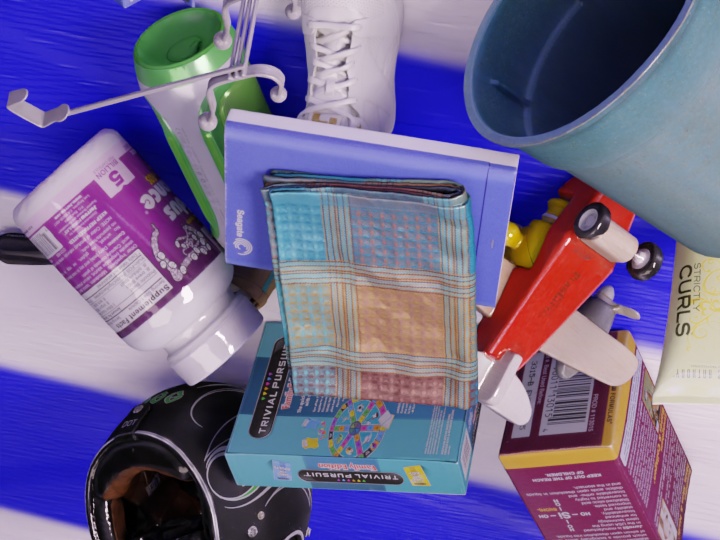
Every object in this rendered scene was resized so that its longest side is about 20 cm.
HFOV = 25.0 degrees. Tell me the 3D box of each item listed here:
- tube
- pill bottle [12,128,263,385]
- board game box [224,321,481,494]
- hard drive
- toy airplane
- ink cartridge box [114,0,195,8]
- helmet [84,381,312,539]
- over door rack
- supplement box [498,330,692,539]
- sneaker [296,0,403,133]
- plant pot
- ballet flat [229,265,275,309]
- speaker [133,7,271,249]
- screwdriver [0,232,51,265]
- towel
[{"bbox_3d":[0.256,0.019,1.182,0.052,0.200,0.058,34,135,-23],"label":"tube"},{"bbox_3d":[-0.173,-0.007,1.303,0.200,0.112,0.112,48,130,-8],"label":"pill bottle"},{"bbox_3d":[0.001,0.115,1.390,0.200,0.151,0.047,0,136,16],"label":"board game box"},{"bbox_3d":[0.004,-0.042,1.145,0.200,0.025,0.132,9,135,5],"label":"hard drive"},{"bbox_3d":[0.125,0.015,1.259,0.199,0.141,0.200,-12,119,-13],"label":"toy airplane"},{"bbox_3d":[-0.190,-0.255,1.068,0.200,0.042,0.119,34,143,24],"label":"ink cartridge box"},{"bbox_3d":[-0.138,0.201,1.492,0.200,0.191,0.200,6,101,29],"label":"helmet"},{"bbox_3d":[-0.131,-0.171,1.123,0.200,0.148,0.067,-4,152,21],"label":"over door rack"},{"bbox_3d":[0.207,0.166,1.403,0.103,0.131,0.200,-9,132,26],"label":"supplement box"},{"bbox_3d":[-0.013,-0.134,1.160,0.074,0.116,0.200,4,135,14],"label":"sneaker"},{"bbox_3d":[0.206,-0.117,1.073,0.200,0.200,0.196,-28,130,37],"label":"plant pot"},{"bbox_3d":[-0.154,0.029,1.408,0.200,0.063,0.069,-23,127,34],"label":"ballet flat"},{"bbox_3d":[-0.102,-0.099,1.241,0.088,0.088,0.200,-5,134,20],"label":"speaker"},{"bbox_3d":[-0.356,-0.026,1.439,0.200,0.029,0.028,8,137,13],"label":"screwdriver"},{"bbox_3d":[0.010,0.019,1.156,0.147,0.022,0.200,4,129,11],"label":"towel"}]
